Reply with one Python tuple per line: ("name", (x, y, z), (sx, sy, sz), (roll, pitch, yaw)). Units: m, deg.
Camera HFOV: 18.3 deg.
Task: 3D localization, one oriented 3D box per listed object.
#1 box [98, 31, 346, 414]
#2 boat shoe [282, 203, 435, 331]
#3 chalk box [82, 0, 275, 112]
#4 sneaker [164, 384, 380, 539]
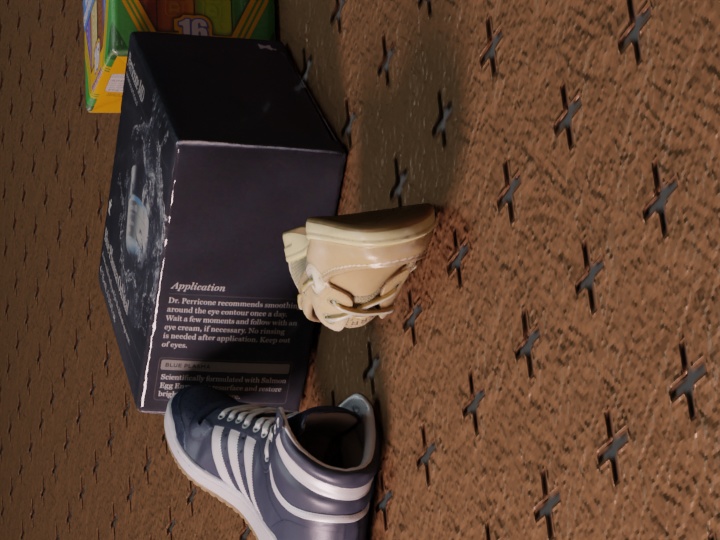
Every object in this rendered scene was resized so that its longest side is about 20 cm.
("box", (-0.100, -0.034, 1.519), (0.197, 0.117, 0.200), (-119, 36, -60))
("boat shoe", (0.000, 0.000, 1.268), (0.200, 0.072, 0.065), (169, 94, -75))
("chalk box", (-0.137, -0.228, 1.649), (0.124, 0.124, 0.201), (137, 131, -67))
("sneaker", (-0.053, 0.102, 1.373), (0.200, 0.070, 0.109), (44, 134, 42))
